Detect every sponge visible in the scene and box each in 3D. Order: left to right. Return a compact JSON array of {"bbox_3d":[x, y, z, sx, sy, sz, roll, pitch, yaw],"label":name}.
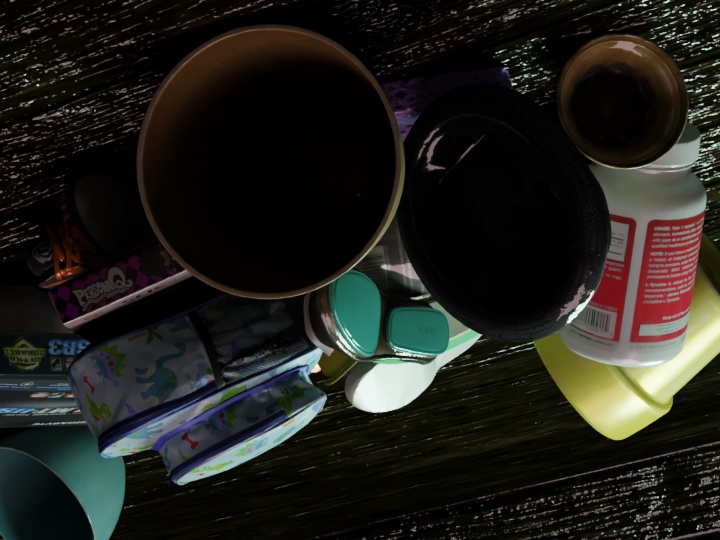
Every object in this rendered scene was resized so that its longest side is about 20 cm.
[{"bbox_3d":[0.062,-0.111,1.430,0.111,0.030,0.200,-9,164,-2],"label":"sponge"}]

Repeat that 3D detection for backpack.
[{"bbox_3d":[-0.131,0.093,1.436,0.200,0.147,0.183,-20,171,-15],"label":"backpack"}]

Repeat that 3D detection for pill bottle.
[{"bbox_3d":[0.062,-0.036,1.433,0.200,0.111,0.111,-8,164,0],"label":"pill bottle"},{"bbox_3d":[0.235,-0.028,1.494,0.112,0.200,0.112,4,-158,-2],"label":"pill bottle"}]

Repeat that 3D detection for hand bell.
[{"bbox_3d":[0.182,-0.121,1.410,0.104,0.104,0.200,-6,177,-10],"label":"hand bell"}]

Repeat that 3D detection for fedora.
[{"bbox_3d":[0.122,-0.047,1.324,0.200,0.201,0.092,-23,172,40],"label":"fedora"}]

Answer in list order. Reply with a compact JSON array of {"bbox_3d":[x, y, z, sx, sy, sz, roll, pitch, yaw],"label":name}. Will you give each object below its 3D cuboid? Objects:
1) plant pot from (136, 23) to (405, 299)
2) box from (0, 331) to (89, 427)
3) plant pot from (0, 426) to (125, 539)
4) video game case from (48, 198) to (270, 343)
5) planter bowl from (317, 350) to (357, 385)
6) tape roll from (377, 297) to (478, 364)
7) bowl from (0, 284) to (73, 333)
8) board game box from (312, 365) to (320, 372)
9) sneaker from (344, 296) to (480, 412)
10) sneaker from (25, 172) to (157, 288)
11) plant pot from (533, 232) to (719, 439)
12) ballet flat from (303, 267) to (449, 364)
[{"bbox_3d":[-0.042,-0.075,1.276,0.186,0.187,0.200,-13,178,13],"label":"plant pot"},{"bbox_3d":[-0.305,0.109,1.694,0.200,0.050,0.198,3,159,-36],"label":"box"},{"bbox_3d":[-0.387,0.278,2.292,0.200,0.200,0.135,-25,-167,44],"label":"plant pot"},{"bbox_3d":[-0.157,0.005,1.449,0.181,0.036,0.200,-24,173,-5],"label":"video game case"},{"bbox_3d":[0.000,0.000,1.567,0.083,0.200,0.200,39,153,-4],"label":"planter bowl"},{"bbox_3d":[0.082,0.022,1.760,0.200,0.048,0.201,-21,154,-11],"label":"tape roll"},{"bbox_3d":[-0.391,0.068,1.713,0.200,0.075,0.200,-1,162,-24],"label":"bowl"},{"bbox_3d":[-0.154,0.049,1.638,0.200,0.151,0.046,-4,119,-34],"label":"board game box"},{"bbox_3d":[0.044,0.083,1.895,0.200,0.075,0.088,-32,-140,-33],"label":"sneaker"},{"bbox_3d":[-0.239,-0.022,1.480,0.112,0.078,0.200,-13,164,9],"label":"sneaker"},{"bbox_3d":[0.304,0.050,1.860,0.189,0.201,0.201,-33,156,21],"label":"plant pot"},{"bbox_3d":[-0.002,0.042,1.367,0.068,0.068,0.200,-3,164,30],"label":"ballet flat"}]
